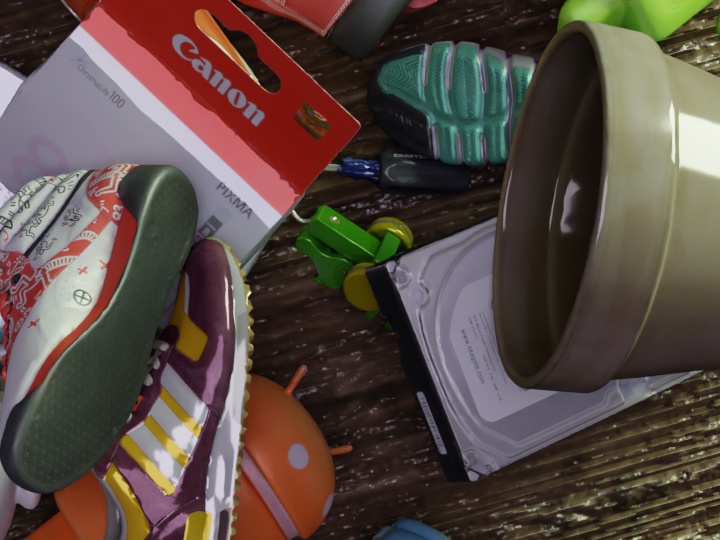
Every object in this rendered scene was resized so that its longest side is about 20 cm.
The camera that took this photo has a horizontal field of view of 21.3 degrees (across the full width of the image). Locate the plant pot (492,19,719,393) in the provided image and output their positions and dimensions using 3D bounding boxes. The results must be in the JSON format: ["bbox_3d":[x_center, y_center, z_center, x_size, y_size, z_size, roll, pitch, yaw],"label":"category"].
[{"bbox_3d":[0.180,-0.023,1.037,0.173,0.200,0.200,9,91,-11],"label":"plant pot"}]

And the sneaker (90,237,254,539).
[{"bbox_3d":[-0.110,0.079,1.048,0.090,0.075,0.200,4,83,-11],"label":"sneaker"}]

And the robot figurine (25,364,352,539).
[{"bbox_3d":[-0.100,0.137,1.137,0.200,0.117,0.144,-34,86,-9],"label":"robot figurine"}]

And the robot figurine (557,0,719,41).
[{"bbox_3d":[0.187,-0.216,1.142,0.200,0.116,0.175,-38,80,-1],"label":"robot figurine"}]

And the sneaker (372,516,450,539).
[{"bbox_3d":[-0.014,0.214,1.172,0.200,0.131,0.080,-14,112,33],"label":"sneaker"}]

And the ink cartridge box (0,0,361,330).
[{"bbox_3d":[-0.114,-0.071,1.086,0.163,0.200,0.057,43,51,-2],"label":"ink cartridge box"}]

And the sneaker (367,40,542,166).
[{"bbox_3d":[0.107,-0.100,1.174,0.200,0.088,0.074,7,99,22],"label":"sneaker"}]

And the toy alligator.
[{"bbox_3d":[0.000,0.000,1.176,0.200,0.059,0.054,28,131,-2],"label":"toy alligator"}]

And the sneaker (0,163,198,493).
[{"bbox_3d":[-0.169,0.029,1.032,0.108,0.067,0.201,0,55,33],"label":"sneaker"}]

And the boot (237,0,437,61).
[{"bbox_3d":[0.005,-0.235,1.161,0.144,0.072,0.200,26,99,-3],"label":"boot"}]

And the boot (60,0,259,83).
[{"bbox_3d":[-0.126,-0.153,1.141,0.075,0.107,0.200,-41,91,2],"label":"boot"}]

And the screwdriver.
[{"bbox_3d":[-0.028,-0.066,1.163,0.200,0.028,0.029,7,66,-15],"label":"screwdriver"}]

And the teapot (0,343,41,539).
[{"bbox_3d":[-0.256,0.110,1.106,0.146,0.200,0.197,7,48,-5],"label":"teapot"}]

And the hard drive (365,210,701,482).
[{"bbox_3d":[0.116,0.026,1.149,0.200,0.038,0.140,-22,93,-25],"label":"hard drive"}]

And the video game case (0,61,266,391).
[{"bbox_3d":[-0.184,0.000,1.182,0.200,0.024,0.182,31,91,-2],"label":"video game case"}]
